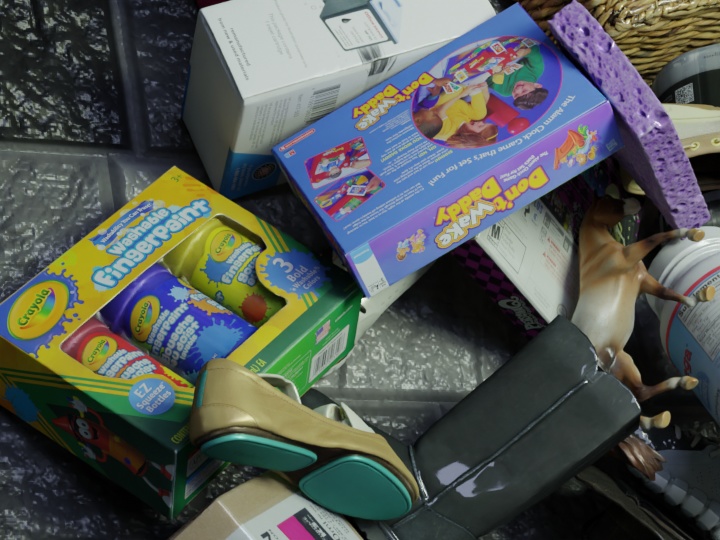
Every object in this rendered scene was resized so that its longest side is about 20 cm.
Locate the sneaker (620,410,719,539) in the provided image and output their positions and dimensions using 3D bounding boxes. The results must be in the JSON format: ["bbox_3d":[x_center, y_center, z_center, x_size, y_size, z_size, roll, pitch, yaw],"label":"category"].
[{"bbox_3d":[0.269,0.129,1.630,0.200,0.116,0.075,40,10,-9],"label":"sneaker"}]

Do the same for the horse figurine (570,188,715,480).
[{"bbox_3d":[0.185,0.042,1.581,0.050,0.132,0.200,11,88,-40],"label":"horse figurine"}]

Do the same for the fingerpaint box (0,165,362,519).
[{"bbox_3d":[-0.123,0.041,1.481,0.167,0.073,0.200,32,49,21],"label":"fingerpaint box"}]

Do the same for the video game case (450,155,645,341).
[{"bbox_3d":[0.139,-0.044,1.642,0.200,0.036,0.182,46,51,-44],"label":"video game case"}]

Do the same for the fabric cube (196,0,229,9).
[{"bbox_3d":[-0.023,-0.283,1.666,0.196,0.200,0.200,-9,65,-22],"label":"fabric cube"}]

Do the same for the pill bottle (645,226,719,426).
[{"bbox_3d":[0.278,0.054,1.581,0.109,0.109,0.200,5,29,-24],"label":"pill bottle"}]

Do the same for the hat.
[{"bbox_3d":[0.205,0.216,1.562,0.200,0.201,0.081,36,93,-4],"label":"hat"}]

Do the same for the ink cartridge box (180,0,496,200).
[{"bbox_3d":[-0.017,-0.141,1.604,0.200,0.147,0.086,-19,68,-19],"label":"ink cartridge box"}]

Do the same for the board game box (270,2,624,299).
[{"bbox_3d":[0.056,-0.083,1.508,0.200,0.045,0.135,-30,43,-4],"label":"board game box"}]

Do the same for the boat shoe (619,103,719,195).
[{"bbox_3d":[0.288,-0.083,1.662,0.200,0.074,0.067,-2,62,23],"label":"boat shoe"}]

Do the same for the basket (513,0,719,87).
[{"bbox_3d":[0.232,-0.240,1.820,0.200,0.143,0.149,-8,66,-31],"label":"basket"}]

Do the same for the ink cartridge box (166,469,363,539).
[{"bbox_3d":[-0.026,0.223,1.405,0.200,0.075,0.165,49,13,6],"label":"ink cartridge box"}]

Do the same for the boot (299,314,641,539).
[{"bbox_3d":[0.067,0.096,1.521,0.200,0.066,0.165,-37,86,-1],"label":"boot"}]

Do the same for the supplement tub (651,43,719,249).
[{"bbox_3d":[0.292,-0.067,1.761,0.122,0.123,0.200,13,57,-20],"label":"supplement tub"}]

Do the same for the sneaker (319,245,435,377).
[{"bbox_3d":[0.000,0.000,1.600,0.074,0.080,0.200,43,54,-1],"label":"sneaker"}]

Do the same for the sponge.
[{"bbox_3d":[0.187,-0.101,1.557,0.030,0.200,0.112,-36,65,2],"label":"sponge"}]

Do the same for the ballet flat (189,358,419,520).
[{"bbox_3d":[-0.030,0.103,1.416,0.200,0.069,0.063,29,46,-48],"label":"ballet flat"}]
